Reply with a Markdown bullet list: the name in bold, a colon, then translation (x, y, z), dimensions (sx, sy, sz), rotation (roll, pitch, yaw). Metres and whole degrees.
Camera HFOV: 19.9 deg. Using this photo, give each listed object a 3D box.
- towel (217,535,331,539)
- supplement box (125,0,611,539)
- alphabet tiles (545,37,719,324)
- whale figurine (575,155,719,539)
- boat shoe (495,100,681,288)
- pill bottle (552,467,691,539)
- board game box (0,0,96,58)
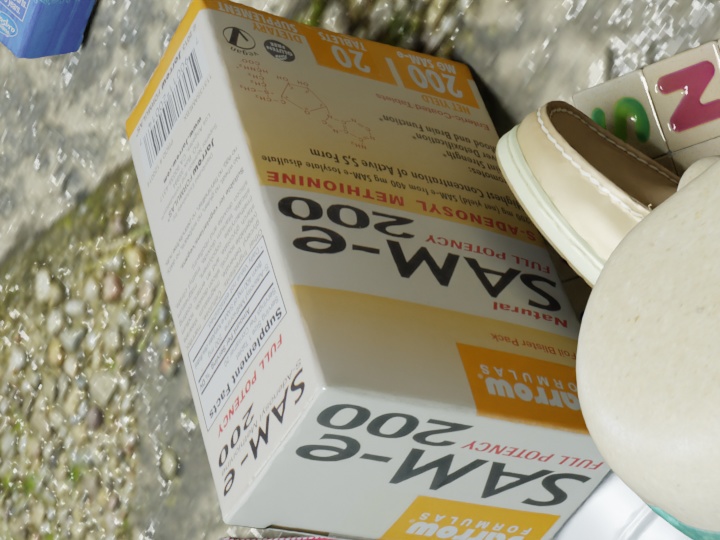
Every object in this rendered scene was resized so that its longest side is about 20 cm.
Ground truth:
- **towel**: translation (0.006, 0.213, 0.908), dimensions (0.144, 0.022, 0.201), rotation (-10, 94, 42)
- **supplement box**: translation (0.000, 0.000, 0.734), dimensions (0.074, 0.126, 0.200), rotation (-55, 38, 34)
- **alphabet tiles**: translation (0.156, -0.005, 0.737), dimensions (0.200, 0.006, 0.167), rotation (-18, 90, 40)
- **whale figurine**: translation (0.158, 0.001, 0.615), dimensions (0.104, 0.200, 0.159), rotation (43, 170, -30)
- **boat shoe**: translation (0.138, -0.002, 0.707), dimensions (0.200, 0.074, 0.066), rotation (39, 118, 11)
- **pill bottle**: translation (0.163, 0.138, 0.703), dimensions (0.200, 0.112, 0.112), rotation (44, 125, 21)
- **board game box**: translation (-0.170, -0.233, 0.913), dimensions (0.200, 0.043, 0.199), rotation (41, 123, 23)
